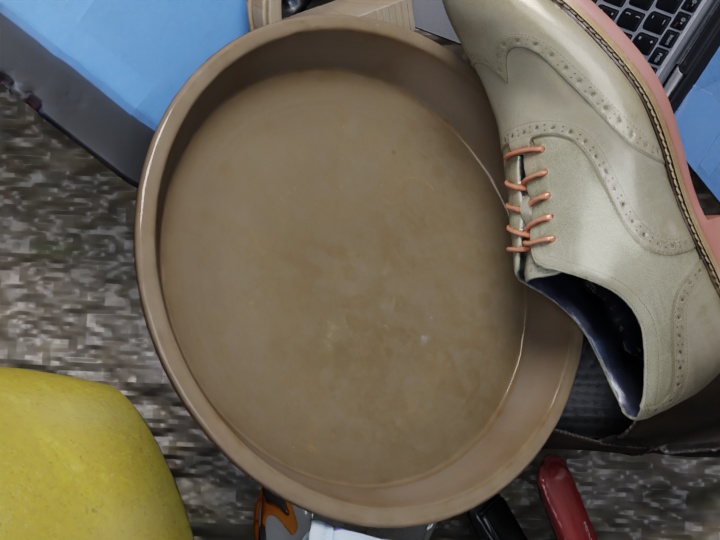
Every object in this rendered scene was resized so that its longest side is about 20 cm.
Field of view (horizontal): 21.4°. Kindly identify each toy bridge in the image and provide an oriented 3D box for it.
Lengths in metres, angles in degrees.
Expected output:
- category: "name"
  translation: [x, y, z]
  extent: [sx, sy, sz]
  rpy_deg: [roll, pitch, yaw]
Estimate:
- category: "toy bridge"
  translation: [-0.011, -0.098, 0.779]
  extent: [0.067, 0.027, 0.202]
  rpy_deg: [-23, 120, -26]

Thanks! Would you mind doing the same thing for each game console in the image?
- category: "game console"
  translation: [-0.085, -0.161, 0.726]
  extent: [0.118, 0.172, 0.201]
  rpy_deg: [33, 82, 18]

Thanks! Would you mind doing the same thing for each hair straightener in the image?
- category: "hair straightener"
  translation: [0.092, 0.184, 0.836]
  extent: [0.076, 0.041, 0.202]
  rpy_deg: [-22, 96, 22]

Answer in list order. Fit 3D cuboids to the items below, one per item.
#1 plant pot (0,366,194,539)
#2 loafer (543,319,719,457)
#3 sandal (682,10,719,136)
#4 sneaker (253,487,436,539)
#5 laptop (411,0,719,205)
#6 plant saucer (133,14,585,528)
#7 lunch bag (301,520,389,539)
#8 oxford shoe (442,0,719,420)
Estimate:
- category: "plant pot"
  translation: [-0.149, 0.119, 0.769]
  extent: [0.141, 0.200, 0.202]
  rpy_deg: [-20, 91, -24]
- category: "loafer"
  translation: [0.127, 0.050, 0.810]
  extent: [0.198, 0.071, 0.074]
  rpy_deg: [-7, 91, 0]
- category: "sandal"
  translation: [0.188, -0.147, 0.797]
  extent: [0.079, 0.087, 0.202]
  rpy_deg: [15, 99, 0]
- category: "sneaker"
  translation: [-0.003, 0.069, 0.817]
  extent: [0.091, 0.076, 0.202]
  rpy_deg: [-4, 98, -7]
- category: "laptop"
  translation: [0.135, -0.106, 0.729]
  extent: [0.198, 0.117, 0.188]
  rpy_deg: [18, 130, -13]
- category: "plant saucer"
  translation: [0.000, 0.000, 0.736]
  extent: [0.198, 0.029, 0.202]
  rpy_deg: [9, 71, -28]
- category: "lunch bag"
  translation: [0.031, 0.196, 0.748]
  extent: [0.168, 0.127, 0.202]
  rpy_deg: [12, 117, -11]
- category: "oxford shoe"
  translation: [0.084, -0.035, 0.737]
  extent: [0.074, 0.071, 0.201]
  rpy_deg: [-37, 96, -21]
